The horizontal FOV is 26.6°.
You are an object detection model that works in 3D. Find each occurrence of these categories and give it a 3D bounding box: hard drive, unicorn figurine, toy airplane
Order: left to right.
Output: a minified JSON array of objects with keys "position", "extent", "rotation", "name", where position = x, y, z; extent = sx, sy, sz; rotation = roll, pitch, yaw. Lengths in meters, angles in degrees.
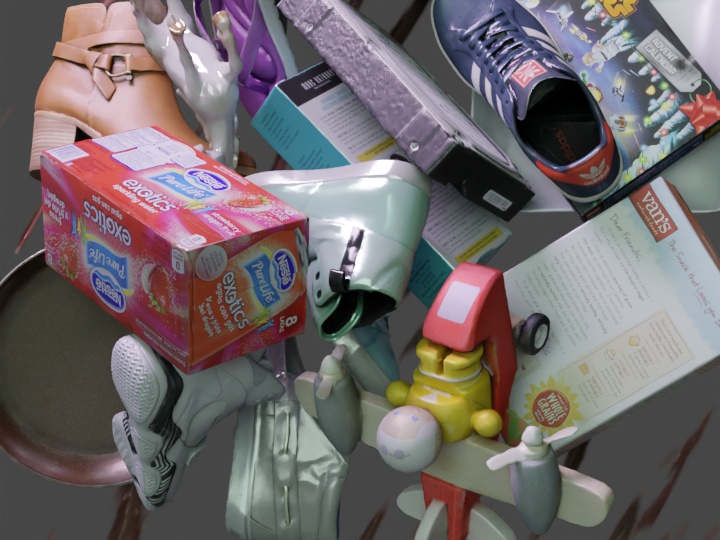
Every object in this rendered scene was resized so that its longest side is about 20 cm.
[{"position":[-0.129,-0.151,1.162],"extent":[0.074,0.137,0.200],"rotation":[-14,52,-7],"name":"unicorn figurine"},{"position":[0.036,-0.128,1.136],"extent":[0.038,0.140,0.200],"rotation":[-47,58,12],"name":"hard drive"},{"position":[0.056,0.119,1.063],"extent":[0.200,0.141,0.199],"rotation":[-34,78,33],"name":"toy airplane"}]

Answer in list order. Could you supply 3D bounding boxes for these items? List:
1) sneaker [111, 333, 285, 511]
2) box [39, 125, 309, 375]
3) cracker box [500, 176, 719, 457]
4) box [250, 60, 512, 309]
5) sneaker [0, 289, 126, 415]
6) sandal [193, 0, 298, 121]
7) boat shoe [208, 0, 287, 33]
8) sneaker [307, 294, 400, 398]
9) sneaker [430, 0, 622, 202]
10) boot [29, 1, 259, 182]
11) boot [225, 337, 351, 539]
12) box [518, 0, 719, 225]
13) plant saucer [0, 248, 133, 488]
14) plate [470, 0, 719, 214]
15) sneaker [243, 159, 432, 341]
[{"position":[-0.119,0.103,1.125],"extent":[0.115,0.200,0.075],"rotation":[-19,57,-20],"name":"sneaker"},{"position":[-0.133,-0.020,1.061],"extent":[0.200,0.100,0.096],"rotation":[31,129,43],"name":"box"},{"position":[0.176,0.041,1.124],"extent":[0.200,0.058,0.134],"rotation":[-32,75,17],"name":"cracker box"},{"position":[0.016,-0.069,1.160],"extent":[0.200,0.082,0.049],"rotation":[46,133,8],"name":"box"},{"position":[-0.221,0.046,1.218],"extent":[0.075,0.070,0.200],"rotation":[26,89,8],"name":"sneaker"},{"position":[-0.102,-0.195,1.192],"extent":[0.082,0.203,0.050],"rotation":[16,40,43],"name":"sandal"},{"position":[-0.103,-0.266,1.255],"extent":[0.067,0.057,0.200],"rotation":[-10,78,10],"name":"boat shoe"},{"position":[0.000,0.000,1.177],"extent":[0.082,0.074,0.200],"rotation":[-26,77,10],"name":"sneaker"},{"position":[0.118,-0.141,1.097],"extent":[0.075,0.085,0.200],"rotation":[-40,75,5],"name":"sneaker"},{"position":[-0.170,-0.142,1.242],"extent":[0.200,0.074,0.155],"rotation":[7,75,8],"name":"boot"},{"position":[-0.045,0.111,1.176],"extent":[0.095,0.074,0.200],"rotation":[5,88,5],"name":"boot"},{"position":[0.167,-0.154,1.153],"extent":[0.137,0.040,0.200],"rotation":[-36,75,3],"name":"box"},{"position":[-0.203,0.070,1.187],"extent":[0.200,0.032,0.200],"rotation":[-3,100,-15],"name":"plant saucer"},{"position":[0.185,-0.139,1.183],"extent":[0.199,0.032,0.200],"rotation":[0,80,12],"name":"plate"},{"position":[-0.045,-0.007,1.091],"extent":[0.200,0.074,0.118],"rotation":[-10,58,39],"name":"sneaker"}]
